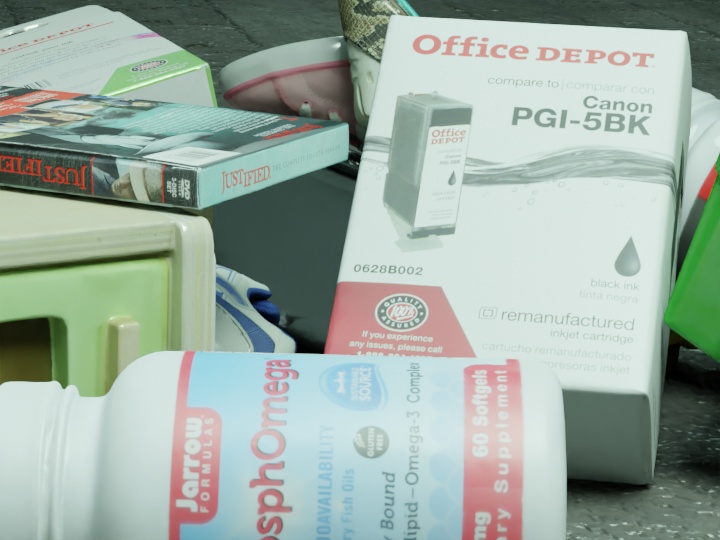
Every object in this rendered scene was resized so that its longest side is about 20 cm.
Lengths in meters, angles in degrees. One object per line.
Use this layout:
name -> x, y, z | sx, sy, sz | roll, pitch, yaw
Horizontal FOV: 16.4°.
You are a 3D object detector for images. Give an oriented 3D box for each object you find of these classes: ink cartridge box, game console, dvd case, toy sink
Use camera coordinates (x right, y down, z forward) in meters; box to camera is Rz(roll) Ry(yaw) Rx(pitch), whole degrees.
ink cartridge box -> -0.157, -0.083, 1.330 | 0.117, 0.067, 0.200 | -19, 21, -16
game console -> 0.000, 0.000, 1.377 | 0.200, 0.116, 0.176 | 24, -6, 29
dvd case -> -0.125, -0.058, 1.115 | 0.200, 0.022, 0.146 | 6, 13, 24
ink cartridge box -> 0.070, -0.014, 1.135 | 0.147, 0.083, 0.200 | 4, 57, 10
toy sink -> -0.127, 0.035, 1.046 | 0.200, 0.131, 0.112 | -5, 15, -33

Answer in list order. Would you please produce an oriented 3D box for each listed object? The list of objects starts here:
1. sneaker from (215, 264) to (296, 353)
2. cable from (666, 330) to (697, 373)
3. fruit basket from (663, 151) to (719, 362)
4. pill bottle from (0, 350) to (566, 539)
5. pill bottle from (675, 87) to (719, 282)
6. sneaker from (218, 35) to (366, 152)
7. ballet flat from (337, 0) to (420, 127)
sneaker -> -0.089, 0.024, 1.253 | 0.088, 0.075, 0.200 | 6, 20, -19
cable -> 0.123, 0.034, 1.249 | 0.097, 0.050, 0.200 | 15, 16, 23
fruit basket -> 0.257, -0.021, 1.074 | 0.215, 0.216, 0.155 | 6, 13, 18
pill bottle -> -0.030, 0.083, 0.890 | 0.200, 0.109, 0.109 | 1, 13, 0
pill bottle -> 0.215, -0.013, 1.225 | 0.200, 0.114, 0.114 | 28, 24, 25
sneaker -> 0.020, -0.081, 1.438 | 0.200, 0.105, 0.075 | -4, -5, 1
ballet flat -> 0.045, -0.088, 1.374 | 0.200, 0.075, 0.068 | 40, 0, -2
